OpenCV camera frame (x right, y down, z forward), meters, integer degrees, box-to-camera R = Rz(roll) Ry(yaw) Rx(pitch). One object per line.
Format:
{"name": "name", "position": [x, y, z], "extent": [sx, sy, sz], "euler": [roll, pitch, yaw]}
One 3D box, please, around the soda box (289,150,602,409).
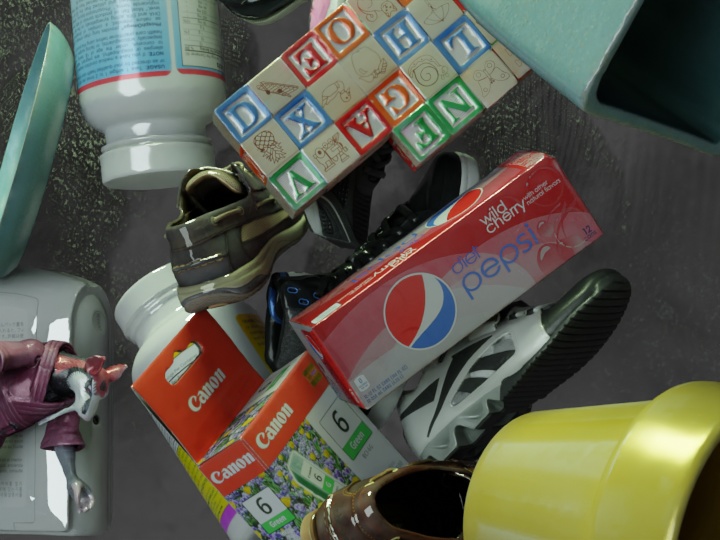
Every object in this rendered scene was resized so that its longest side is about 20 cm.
{"name": "soda box", "position": [0.056, 0.005, 1.547], "extent": [0.200, 0.063, 0.070], "euler": [-36, 101, -11]}

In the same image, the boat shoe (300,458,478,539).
{"name": "boat shoe", "position": [0.051, 0.157, 1.522], "extent": [0.070, 0.200, 0.071], "euler": [-38, 71, 35]}

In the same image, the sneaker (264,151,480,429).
{"name": "sneaker", "position": [0.000, 0.000, 1.603], "extent": [0.201, 0.111, 0.073], "euler": [-68, 17, 1]}

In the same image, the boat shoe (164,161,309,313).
{"name": "boat shoe", "position": [-0.085, -0.040, 1.622], "extent": [0.074, 0.200, 0.074], "euler": [-16, 108, 14]}

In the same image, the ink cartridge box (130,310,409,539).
{"name": "ink cartridge box", "position": [-0.048, 0.114, 1.543], "extent": [0.050, 0.109, 0.200], "euler": [-34, 101, 38]}

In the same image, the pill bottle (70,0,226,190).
{"name": "pill bottle", "position": [-0.154, -0.164, 1.716], "extent": [0.108, 0.109, 0.201], "euler": [-8, 83, 29]}

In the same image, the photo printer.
{"name": "photo printer", "position": [-0.263, 0.098, 1.782], "extent": [0.166, 0.069, 0.201], "euler": [-3, 84, 29]}

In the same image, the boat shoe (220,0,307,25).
{"name": "boat shoe", "position": [-0.030, -0.250, 1.675], "extent": [0.199, 0.066, 0.075], "euler": [-33, 71, 23]}

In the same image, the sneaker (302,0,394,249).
{"name": "sneaker", "position": [0.008, -0.113, 1.642], "extent": [0.086, 0.080, 0.201], "euler": [5, 95, 19]}

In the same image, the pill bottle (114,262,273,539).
{"name": "pill bottle", "position": [-0.093, 0.092, 1.667], "extent": [0.104, 0.104, 0.200], "euler": [-42, 68, 20]}

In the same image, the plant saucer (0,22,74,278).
{"name": "plant saucer", "position": [-0.244, -0.082, 1.741], "extent": [0.027, 0.200, 0.201], "euler": [16, 96, -11]}

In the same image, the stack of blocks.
{"name": "stack of blocks", "position": [0.013, -0.121, 1.582], "extent": [0.200, 0.059, 0.115], "euler": [-40, 89, -6]}

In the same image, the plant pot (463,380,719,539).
{"name": "plant pot", "position": [0.175, 0.164, 1.471], "extent": [0.188, 0.200, 0.202], "euler": [6, 90, 44]}

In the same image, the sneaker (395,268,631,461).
{"name": "sneaker", "position": [0.092, 0.051, 1.581], "extent": [0.200, 0.074, 0.089], "euler": [-44, 63, 24]}

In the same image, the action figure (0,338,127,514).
{"name": "action figure", "position": [-0.255, 0.095, 1.703], "extent": [0.199, 0.134, 0.149], "euler": [-20, 34, 13]}

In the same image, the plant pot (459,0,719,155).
{"name": "plant pot", "position": [0.161, -0.215, 1.502], "extent": [0.200, 0.196, 0.196], "euler": [35, 104, 34]}
